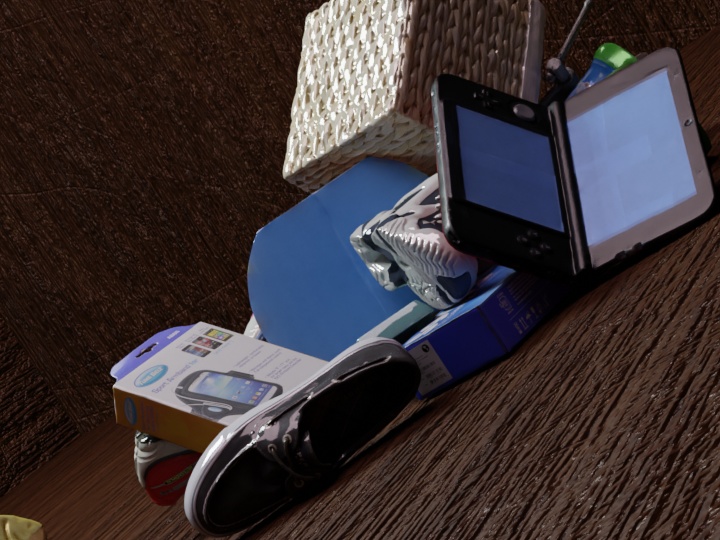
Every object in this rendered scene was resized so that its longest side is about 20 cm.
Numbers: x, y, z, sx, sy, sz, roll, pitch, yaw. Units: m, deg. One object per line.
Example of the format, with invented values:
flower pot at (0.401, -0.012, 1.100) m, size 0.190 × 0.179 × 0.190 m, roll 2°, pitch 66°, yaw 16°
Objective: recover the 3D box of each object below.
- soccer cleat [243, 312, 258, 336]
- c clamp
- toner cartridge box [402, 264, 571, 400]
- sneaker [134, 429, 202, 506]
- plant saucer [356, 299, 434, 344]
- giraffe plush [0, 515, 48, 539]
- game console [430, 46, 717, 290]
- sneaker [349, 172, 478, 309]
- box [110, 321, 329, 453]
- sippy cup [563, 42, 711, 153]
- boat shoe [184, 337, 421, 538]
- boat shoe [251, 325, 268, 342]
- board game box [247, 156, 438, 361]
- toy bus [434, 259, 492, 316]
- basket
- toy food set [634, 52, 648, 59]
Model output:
soccer cleat at (-0.091, 0.093, 1.629) m, size 0.086 × 0.069 × 0.201 m, roll 114°, pitch 179°, yaw -68°
c clamp at (0.206, -0.130, 1.594) m, size 0.171 × 0.027 × 0.200 m, roll -54°, pitch -37°, yaw -10°
toner cartridge box at (0.111, 0.024, 1.300) m, size 0.095 × 0.043 × 0.200 m, roll -31°, pitch 4°, yaw 38°
sneaker at (-0.094, 0.141, 1.392) m, size 0.199 × 0.086 × 0.077 m, roll -15°, pitch 23°, yaw -24°
plant saucer at (0.026, 0.064, 1.377) m, size 0.070 × 0.019 × 0.200 m, roll -34°, pitch -12°, yaw -6°
giraffe plush at (-0.379, 0.294, 1.479) m, size 0.172 × 0.199 × 0.163 m, roll -41°, pitch -22°, yaw -43°
game console at (0.155, -0.098, 1.280) m, size 0.201 × 0.171 × 0.119 m, roll -92°, pitch 26°, yaw -46°
sneaker at (0.077, -0.039, 1.344) m, size 0.129 × 0.080 × 0.199 m, roll -39°, pitch 7°, yaw -11°
box at (-0.100, 0.100, 1.330) m, size 0.199 × 0.042 × 0.119 m, roll 14°, pitch 31°, yaw 30°
sippy cup at (0.224, -0.112, 1.516) m, size 0.130 × 0.178 × 0.140 m, roll -44°, pitch 32°, yaw 3°
boat shoe at (-0.037, 0.122, 1.196) m, size 0.199 × 0.070 × 0.066 m, roll -34°, pitch 15°, yaw -12°
boat shoe at (-0.039, 0.057, 1.503) m, size 0.201 × 0.072 × 0.072 m, roll -58°, pitch -30°, yaw -21°
board game box at (0.000, 0.000, 1.462) m, size 0.199 × 0.159 × 0.039 m, roll -34°, pitch -24°, yaw 4°
toy bus at (0.098, -0.004, 1.487) m, size 0.199 × 0.079 × 0.065 m, roll -29°, pitch 4°, yaw 26°
basket at (0.047, -0.158, 1.552) m, size 0.198 × 0.160 × 0.202 m, roll -26°, pitch 50°, yaw 50°
toy food set at (0.224, -0.124, 1.741) m, size 0.143 × 0.060 × 0.201 m, roll -35°, pitch -19°, yaw -33°
